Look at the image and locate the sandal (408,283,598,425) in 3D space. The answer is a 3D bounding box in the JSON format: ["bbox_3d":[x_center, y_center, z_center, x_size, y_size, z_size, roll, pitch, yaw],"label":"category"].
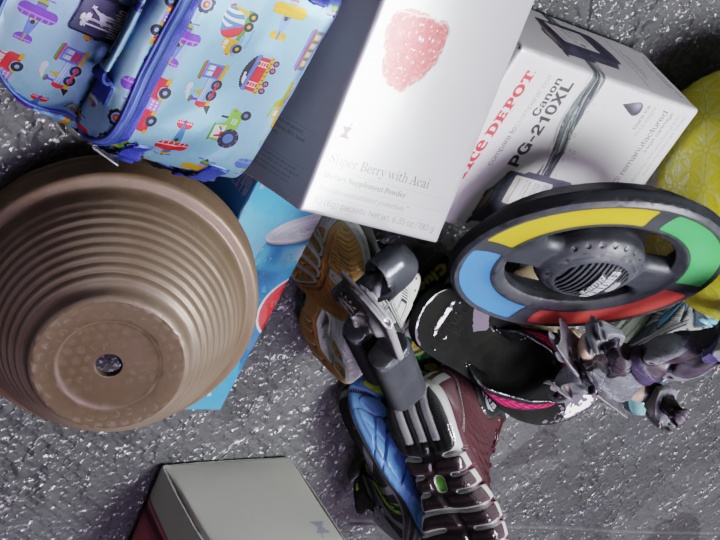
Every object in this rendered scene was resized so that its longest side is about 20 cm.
[{"bbox_3d":[0.117,0.072,1.470,0.199,0.045,0.075,28,93,-38],"label":"sandal"}]

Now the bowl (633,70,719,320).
[{"bbox_3d":[0.253,-0.061,1.469,0.107,0.201,0.201,5,132,1],"label":"bowl"}]

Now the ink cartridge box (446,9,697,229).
[{"bbox_3d":[0.119,-0.101,1.378,0.199,0.084,0.145,13,120,-43],"label":"ink cartridge box"}]

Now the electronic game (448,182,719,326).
[{"bbox_3d":[0.161,-0.007,1.367,0.198,0.042,0.200,-3,154,-2],"label":"electronic game"}]

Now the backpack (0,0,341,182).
[{"bbox_3d":[-0.137,-0.157,1.099,0.199,0.135,0.183,17,116,-42],"label":"backpack"}]

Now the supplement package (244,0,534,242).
[{"bbox_3d":[0.010,-0.139,1.198,0.121,0.120,0.201,12,105,-41],"label":"supplement package"}]

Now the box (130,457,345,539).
[{"bbox_3d":[-0.115,0.258,1.531,0.127,0.109,0.201,1,127,-37],"label":"box"}]

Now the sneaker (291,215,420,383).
[{"bbox_3d":[0.000,0.000,1.397,0.088,0.076,0.200,-37,159,-18],"label":"sneaker"}]

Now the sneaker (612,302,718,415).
[{"bbox_3d":[0.283,0.043,1.636,0.200,0.086,0.077,-48,140,12],"label":"sneaker"}]

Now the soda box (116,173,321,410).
[{"bbox_3d":[-0.096,0.001,1.334,0.068,0.064,0.201,5,125,-39],"label":"soda box"}]

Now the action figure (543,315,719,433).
[{"bbox_3d":[0.222,0.066,1.415,0.199,0.070,0.130,-18,149,30],"label":"action figure"}]

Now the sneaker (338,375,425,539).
[{"bbox_3d":[0.023,0.169,1.571,0.082,0.071,0.200,-2,133,28],"label":"sneaker"}]

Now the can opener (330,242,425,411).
[{"bbox_3d":[0.025,0.039,1.336,0.067,0.053,0.200,-41,160,-7],"label":"can opener"}]

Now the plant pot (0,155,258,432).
[{"bbox_3d":[-0.162,0.034,1.241,0.199,0.093,0.202,-4,122,-7],"label":"plant pot"}]

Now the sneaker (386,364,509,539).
[{"bbox_3d":[0.094,0.163,1.535,0.115,0.075,0.201,-36,114,-54],"label":"sneaker"}]

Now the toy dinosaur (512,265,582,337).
[{"bbox_3d":[0.120,0.044,1.525,0.199,0.058,0.102,-11,118,-29],"label":"toy dinosaur"}]

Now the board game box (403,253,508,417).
[{"bbox_3d":[0.081,0.068,1.563,0.105,0.023,0.200,-41,140,8],"label":"board game box"}]
